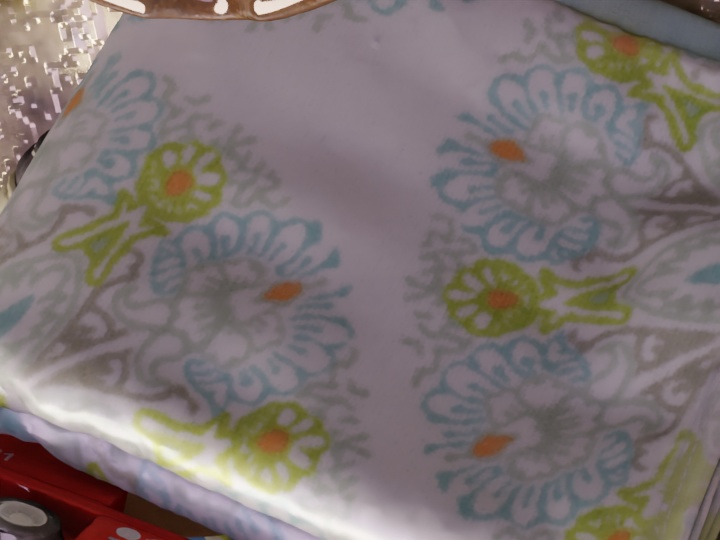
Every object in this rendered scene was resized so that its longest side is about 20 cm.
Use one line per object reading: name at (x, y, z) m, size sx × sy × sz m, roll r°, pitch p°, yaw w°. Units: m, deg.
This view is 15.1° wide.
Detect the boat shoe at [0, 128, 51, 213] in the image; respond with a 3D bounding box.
boat shoe at (0.000, 0.001, 0.740) m, size 0.201 × 0.072 × 0.066 m, roll 25°, pitch 112°, yaw 4°

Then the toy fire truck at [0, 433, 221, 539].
toy fire truck at (-0.076, 0.061, 0.704) m, size 0.200 × 0.141 × 0.049 m, roll 20°, pitch 110°, yaw 10°

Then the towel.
towel at (0.015, -0.006, 0.673) m, size 0.200 × 0.171 × 0.048 m, roll 22°, pitch 152°, yaw 14°

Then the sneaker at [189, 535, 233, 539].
sneaker at (-0.035, 0.067, 0.780) m, size 0.200 × 0.076 × 0.105 m, roll 24°, pitch 120°, yaw 14°

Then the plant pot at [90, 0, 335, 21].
plant pot at (-0.003, -0.155, 0.592) m, size 0.200 × 0.198 × 0.200 m, roll 9°, pitch 115°, yaw 21°
